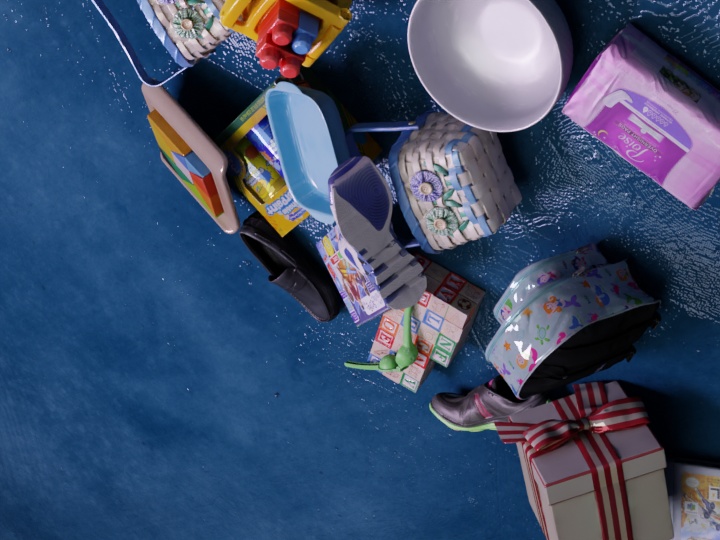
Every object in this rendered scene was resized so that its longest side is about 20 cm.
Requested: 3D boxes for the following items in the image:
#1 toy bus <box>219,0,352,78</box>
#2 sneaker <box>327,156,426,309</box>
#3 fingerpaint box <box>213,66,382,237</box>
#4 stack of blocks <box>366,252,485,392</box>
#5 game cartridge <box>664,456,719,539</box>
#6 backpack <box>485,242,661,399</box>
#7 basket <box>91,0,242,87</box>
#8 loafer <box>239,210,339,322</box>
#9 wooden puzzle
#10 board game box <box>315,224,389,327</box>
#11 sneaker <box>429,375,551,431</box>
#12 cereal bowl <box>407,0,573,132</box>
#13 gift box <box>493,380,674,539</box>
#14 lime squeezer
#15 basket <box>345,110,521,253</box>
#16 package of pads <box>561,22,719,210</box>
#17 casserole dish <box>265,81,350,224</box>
[{"bbox_3d":[-0.107,-0.326,1.566,0.200,0.192,0.136,24,143,-22],"label":"toy bus"},{"bbox_3d":[0.001,-0.049,1.655,0.115,0.081,0.199,34,153,58],"label":"sneaker"},{"bbox_3d":[-0.095,-0.163,1.816,0.167,0.073,0.200,48,138,-7],"label":"fingerpaint box"},{"bbox_3d":[0.090,0.084,1.897,0.115,0.059,0.200,30,137,12],"label":"stack of blocks"},{"bbox_3d":[0.483,0.326,1.790,0.200,0.042,0.133,3,93,34],"label":"game cartridge"},{"bbox_3d":[0.252,0.068,1.665,0.151,0.200,0.178,51,142,19],"label":"backpack"},{"bbox_3d":[-0.248,-0.348,1.723,0.200,0.139,0.176,-20,112,34],"label":"basket"},{"bbox_3d":[-0.108,0.002,1.964,0.068,0.070,0.201,-24,108,46],"label":"loafer"},{"bbox_3d":[-0.243,-0.155,1.879,0.185,0.037,0.200,48,162,19],"label":"wooden puzzle"},{"bbox_3d":[0.000,0.000,1.819,0.135,0.034,0.200,64,165,2],"label":"board game box"},{"bbox_3d":[0.192,0.187,1.912,0.200,0.077,0.084,0,106,32],"label":"sneaker"},{"bbox_3d":[0.158,-0.266,1.539,0.200,0.083,0.200,19,133,22],"label":"cereal bowl"},{"bbox_3d":[0.295,0.260,1.779,0.200,0.184,0.187,-122,15,-57],"label":"gift box"},{"bbox_3d":[0.040,0.116,1.889,0.071,0.038,0.200,41,139,0],"label":"lime squeezer"},{"bbox_3d":[0.084,-0.113,1.667,0.200,0.139,0.176,-2,123,44],"label":"basket"},{"bbox_3d":[0.339,-0.170,1.494,0.200,0.076,0.121,37,136,4],"label":"package of pads"},{"bbox_3d":[-0.058,-0.155,1.699,0.121,0.039,0.200,19,132,45],"label":"casserole dish"}]
